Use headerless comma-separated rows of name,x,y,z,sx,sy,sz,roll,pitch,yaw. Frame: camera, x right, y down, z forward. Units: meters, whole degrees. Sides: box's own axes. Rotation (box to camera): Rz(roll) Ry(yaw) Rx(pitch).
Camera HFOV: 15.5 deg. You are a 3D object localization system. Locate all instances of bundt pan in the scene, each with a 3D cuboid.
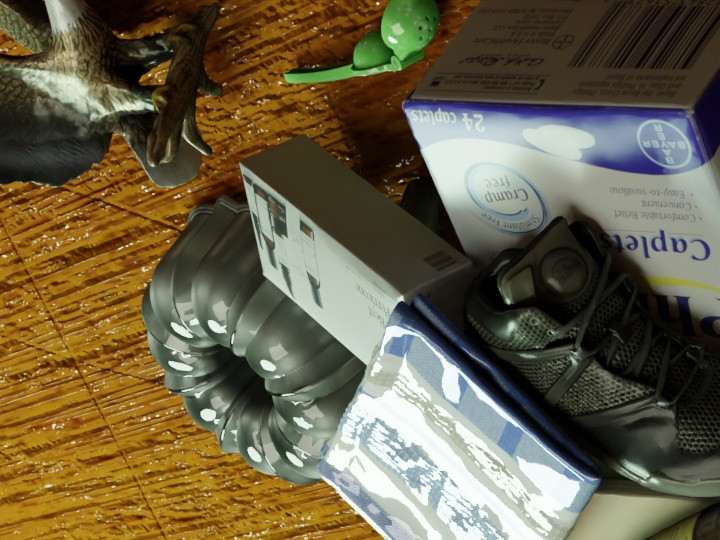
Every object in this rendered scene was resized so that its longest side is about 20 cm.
bundt pan,-0.063,0.055,1.691,0.201,0.076,0.203,33,147,25

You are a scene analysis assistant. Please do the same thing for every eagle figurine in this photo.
eagle figurine,-0.185,-0.126,1.569,0.198,0.152,0.152,4,99,16

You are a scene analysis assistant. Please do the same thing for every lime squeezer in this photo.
lime squeezer,0.005,-0.137,1.471,0.070,0.038,0.200,36,146,4

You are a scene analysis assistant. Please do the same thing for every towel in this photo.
towel,0.049,0.109,1.432,0.147,0.024,0.200,43,149,11

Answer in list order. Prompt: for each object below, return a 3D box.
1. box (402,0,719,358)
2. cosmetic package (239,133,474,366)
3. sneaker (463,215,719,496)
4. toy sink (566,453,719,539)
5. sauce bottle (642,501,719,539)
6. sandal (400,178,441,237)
box,0.149,-0.039,1.395,0.183,0.105,0.201,5,134,39
cosmetic package,0.000,0.000,1.507,0.200,0.050,0.083,39,148,53
sneaker,0.134,0.043,1.342,0.199,0.076,0.115,24,150,31
toy sink,0.161,0.112,1.493,0.198,0.131,0.113,3,134,20
sauce bottle,0.190,0.152,1.369,0.065,0.065,0.200,43,141,-8
sandal,0.053,0.029,1.602,0.054,0.082,0.201,3,129,9
